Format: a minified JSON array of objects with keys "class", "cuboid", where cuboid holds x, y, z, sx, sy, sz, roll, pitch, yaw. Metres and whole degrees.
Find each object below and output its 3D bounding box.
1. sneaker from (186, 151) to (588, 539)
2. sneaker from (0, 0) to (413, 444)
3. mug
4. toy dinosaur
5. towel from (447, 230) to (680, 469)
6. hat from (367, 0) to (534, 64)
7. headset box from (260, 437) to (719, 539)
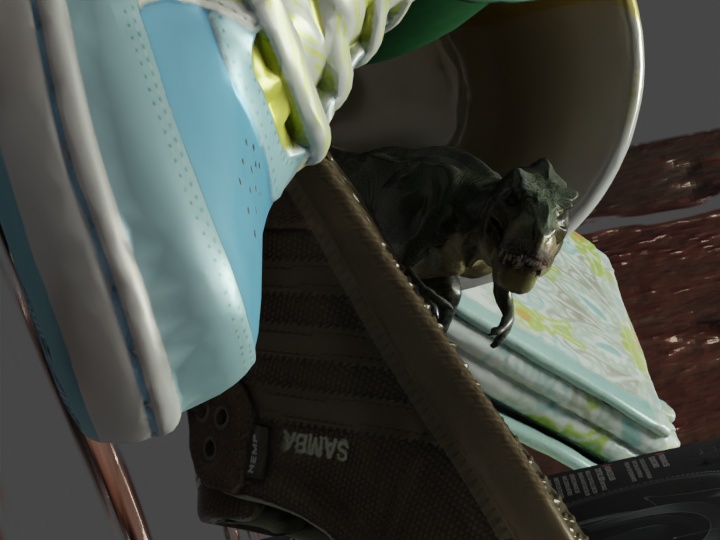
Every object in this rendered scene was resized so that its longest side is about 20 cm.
[{"class":"sneaker","cuboid":[-0.020,0.021,0.594,0.200,0.075,0.070,56,2,24]},{"class":"sneaker","cuboid":[-0.003,-0.062,0.429,0.080,0.130,0.200,79,2,-48]},{"class":"mug","cuboid":[0.022,-0.080,0.869,0.149,0.187,0.153,39,-5,-4]},{"class":"toy dinosaur","cuboid":[0.000,0.000,0.689,0.200,0.047,0.088,19,-77,54]},{"class":"towel","cuboid":[0.039,0.003,1.053,0.200,0.048,0.171,31,20,-21]},{"class":"hat","cuboid":[-0.025,-0.065,0.639,0.166,0.200,0.176,41,-51,16]},{"class":"headset box","cuboid":[0.073,0.106,0.676,0.149,0.200,0.077,-96,174,-79]}]
